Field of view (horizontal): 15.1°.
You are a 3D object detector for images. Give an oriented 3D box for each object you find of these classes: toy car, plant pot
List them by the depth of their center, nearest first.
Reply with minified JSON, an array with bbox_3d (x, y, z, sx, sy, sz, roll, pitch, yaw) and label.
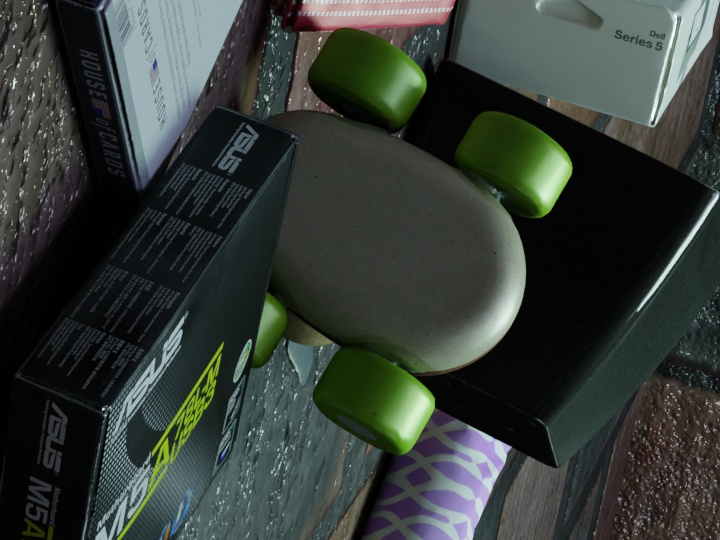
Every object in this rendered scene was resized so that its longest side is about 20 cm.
[{"bbox_3d":[0.000,0.000,1.362,0.165,0.157,0.200,-59,177,-12],"label":"toy car"},{"bbox_3d":[0.106,0.011,1.755,0.178,0.199,0.200,-61,166,-12],"label":"plant pot"}]

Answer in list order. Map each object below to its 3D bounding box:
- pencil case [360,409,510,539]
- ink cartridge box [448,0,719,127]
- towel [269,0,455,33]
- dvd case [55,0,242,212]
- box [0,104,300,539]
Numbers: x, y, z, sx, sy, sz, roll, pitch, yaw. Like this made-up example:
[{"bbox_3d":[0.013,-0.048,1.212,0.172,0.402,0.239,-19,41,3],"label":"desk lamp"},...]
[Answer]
[{"bbox_3d":[0.049,0.184,1.927,0.085,0.084,0.201,43,59,-38],"label":"pencil case"},{"bbox_3d":[0.156,-0.181,1.811,0.200,0.145,0.084,-50,155,-62],"label":"ink cartridge box"},{"bbox_3d":[0.031,-0.212,1.326,0.144,0.022,0.201,-10,125,-53],"label":"towel"},{"bbox_3d":[-0.069,-0.144,1.116,0.151,0.025,0.201,84,25,-60],"label":"dvd case"},{"bbox_3d":[-0.095,0.061,1.153,0.200,0.047,0.194,-57,168,-49],"label":"box"}]
